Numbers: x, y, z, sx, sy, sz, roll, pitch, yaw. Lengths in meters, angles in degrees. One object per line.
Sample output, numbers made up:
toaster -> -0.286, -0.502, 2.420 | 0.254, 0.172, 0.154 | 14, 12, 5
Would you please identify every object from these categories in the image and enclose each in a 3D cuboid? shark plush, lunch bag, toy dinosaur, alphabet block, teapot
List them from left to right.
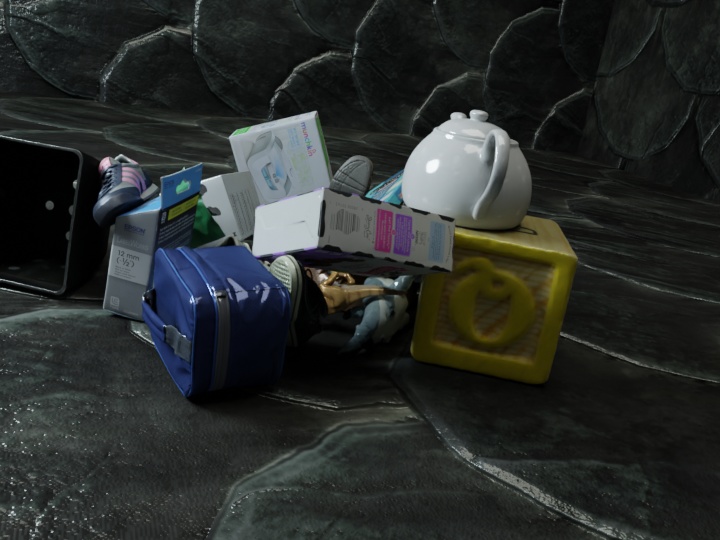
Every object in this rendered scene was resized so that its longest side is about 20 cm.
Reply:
lunch bag -> -0.185, 0.050, 0.855 | 0.132, 0.137, 0.200 | -2, 23, -32
toy dinosaur -> -0.027, 0.036, 1.036 | 0.199, 0.061, 0.107 | -17, 46, 10
shark plush -> 0.014, 0.074, 1.033 | 0.083, 0.091, 0.200 | 14, 45, 16
teapot -> 0.154, -0.148, 0.998 | 0.199, 0.147, 0.197 | 23, 23, 35
alphabet block -> 0.185, 0.023, 1.036 | 0.195, 0.197, 0.200 | 9, 19, 5

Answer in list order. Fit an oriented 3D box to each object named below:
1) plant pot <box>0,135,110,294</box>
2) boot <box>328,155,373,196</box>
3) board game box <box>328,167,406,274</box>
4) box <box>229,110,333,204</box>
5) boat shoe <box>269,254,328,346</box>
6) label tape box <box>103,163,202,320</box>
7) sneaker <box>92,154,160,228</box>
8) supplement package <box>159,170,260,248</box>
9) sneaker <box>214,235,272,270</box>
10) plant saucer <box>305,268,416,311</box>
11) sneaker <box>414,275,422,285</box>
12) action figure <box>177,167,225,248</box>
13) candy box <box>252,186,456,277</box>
plant pot -> -0.475, -0.091, 1.070 | 0.198, 0.202, 0.177 | 11, 7, 6
boot -> -0.008, -0.128, 1.396 | 0.073, 0.201, 0.150 | 23, 16, 18
board game box -> 0.031, -0.090, 1.137 | 0.151, 0.047, 0.200 | -28, 16, 45
box -> -0.147, -0.199, 1.442 | 0.175, 0.201, 0.097 | -11, 19, 4
boat shoe -> -0.075, 0.036, 0.898 | 0.062, 0.200, 0.075 | -18, 64, -12
label tape box -> -0.287, -0.050, 0.999 | 0.066, 0.201, 0.143 | 14, 18, 4
sneaker -> -0.345, -0.115, 1.001 | 0.070, 0.082, 0.200 | -36, 13, 4
supplement package -> -0.245, -0.101, 1.227 | 0.113, 0.110, 0.200 | -16, 8, 6
sneaker -> -0.182, -0.011, 1.124 | 0.074, 0.089, 0.199 | 20, 20, 34
plant saucer -> 0.000, 0.000, 1.185 | 0.199, 0.035, 0.201 | 9, 32, -6
sneaker -> 0.112, -0.007, 1.190 | 0.200, 0.075, 0.081 | 45, 0, -15
action figure -> -0.311, -0.059, 1.109 | 0.199, 0.119, 0.055 | -29, 1, 18
candy box -> -0.009, -0.040, 0.898 | 0.199, 0.072, 0.167 | 9, -9, -33
